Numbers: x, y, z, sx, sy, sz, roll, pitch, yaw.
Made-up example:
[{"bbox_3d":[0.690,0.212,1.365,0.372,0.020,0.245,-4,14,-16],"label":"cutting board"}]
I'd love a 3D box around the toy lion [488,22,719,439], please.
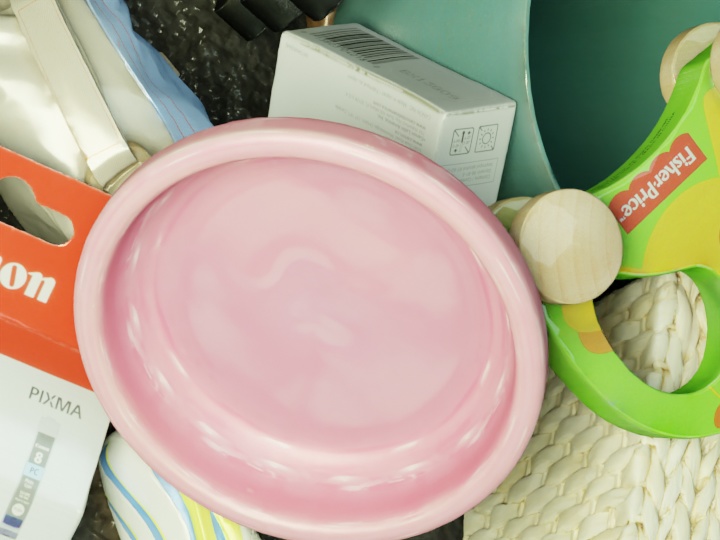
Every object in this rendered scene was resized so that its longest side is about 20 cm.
[{"bbox_3d":[0.173,0.000,0.985,0.200,0.069,0.192,-41,101,-17],"label":"toy lion"}]

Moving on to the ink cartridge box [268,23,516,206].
[{"bbox_3d":[0.000,0.000,1.038,0.050,0.109,0.202,-11,121,-42],"label":"ink cartridge box"}]

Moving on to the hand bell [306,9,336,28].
[{"bbox_3d":[0.002,-0.207,1.165,0.103,0.104,0.202,17,82,-21],"label":"hand bell"}]

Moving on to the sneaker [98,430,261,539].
[{"bbox_3d":[-0.083,0.174,1.017,0.105,0.076,0.201,-32,93,-28],"label":"sneaker"}]

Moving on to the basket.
[{"bbox_3d":[0.156,0.125,1.078,0.160,0.200,0.200,20,69,-18],"label":"basket"}]

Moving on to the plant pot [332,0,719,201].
[{"bbox_3d":[0.082,-0.104,1.102,0.200,0.160,0.202,-4,95,-46],"label":"plant pot"}]

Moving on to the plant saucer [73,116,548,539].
[{"bbox_3d":[-0.018,0.021,0.943,0.200,0.200,0.051,40,33,-11],"label":"plant saucer"}]

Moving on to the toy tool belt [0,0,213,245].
[{"bbox_3d":[-0.101,-0.058,1.043,0.123,0.125,0.201,-38,95,-20],"label":"toy tool belt"}]

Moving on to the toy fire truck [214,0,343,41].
[{"bbox_3d":[-0.001,-0.208,1.058,0.128,0.176,0.201,39,80,-15],"label":"toy fire truck"}]

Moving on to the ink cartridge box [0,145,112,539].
[{"bbox_3d":[-0.180,0.047,0.965,0.159,0.047,0.201,24,101,-18],"label":"ink cartridge box"}]
